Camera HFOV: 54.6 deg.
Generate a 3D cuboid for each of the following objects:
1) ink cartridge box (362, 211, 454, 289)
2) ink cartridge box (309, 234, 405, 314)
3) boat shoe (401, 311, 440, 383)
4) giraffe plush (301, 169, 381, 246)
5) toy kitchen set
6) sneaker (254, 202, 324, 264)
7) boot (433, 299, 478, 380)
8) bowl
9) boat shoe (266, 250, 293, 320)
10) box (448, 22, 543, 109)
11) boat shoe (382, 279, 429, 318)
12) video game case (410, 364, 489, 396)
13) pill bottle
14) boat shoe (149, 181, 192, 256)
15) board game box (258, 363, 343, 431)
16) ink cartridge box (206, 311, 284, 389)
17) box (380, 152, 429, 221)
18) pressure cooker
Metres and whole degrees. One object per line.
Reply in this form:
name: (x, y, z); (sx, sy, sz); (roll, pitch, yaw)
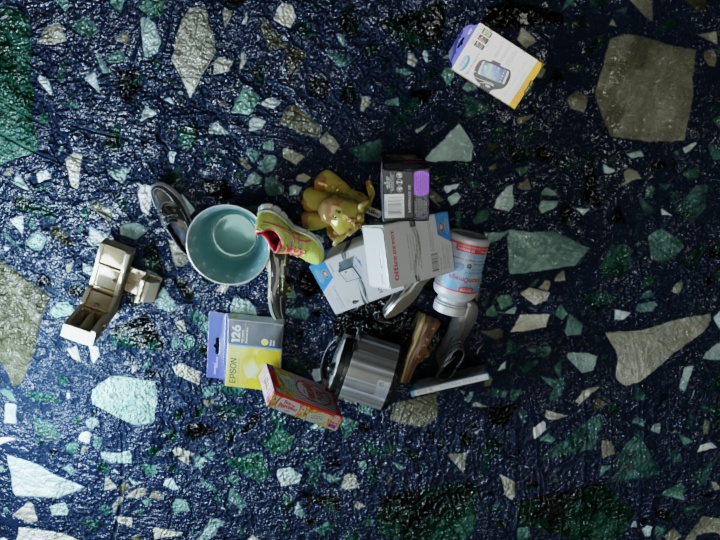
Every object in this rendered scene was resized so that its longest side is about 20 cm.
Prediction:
ink cartridge box: (0.111, -0.050, 1.606); (0.199, 0.084, 0.145); (-14, 101, -35)
ink cartridge box: (0.000, 0.000, 1.706); (0.199, 0.086, 0.147); (-21, 108, 25)
boat shoe: (0.151, 0.207, 1.806); (0.067, 0.072, 0.201); (17, 106, -3)
giraffe plush: (-0.045, -0.134, 1.639); (0.199, 0.162, 0.173); (6, 109, -1)
toy kitchen set: (-0.597, 0.064, 1.705); (0.162, 0.181, 0.201); (21, 113, -8)
sneaker: (-0.171, -0.064, 1.626); (0.200, 0.091, 0.078); (36, 139, -23)
boot: (0.249, 0.175, 1.761); (0.069, 0.132, 0.201); (19, 108, -5)
bowl: (-0.312, -0.076, 1.694); (0.200, 0.105, 0.202); (0, 110, 0)
boat shoe: (-0.199, 0.028, 1.746); (0.060, 0.072, 0.202); (-1, 107, 5)
box: (0.299, -0.470, 1.585); (0.199, 0.042, 0.119); (31, 107, -7)
boat shoe: (0.116, 0.035, 1.763); (0.063, 0.073, 0.200); (48, 112, 25)
video game case: (0.227, 0.282, 1.795); (0.199, 0.143, 0.018); (-14, 90, 5)
pill bottle: (0.241, 0.006, 1.707); (0.108, 0.109, 0.201); (11, 105, -3)
boat shoe: (-0.453, -0.120, 1.700); (0.070, 0.066, 0.201); (-21, 108, 8)
board game box: (-0.155, 0.322, 1.783); (0.199, 0.152, 0.046); (26, 102, -24)
ink cartridge box: (-0.304, 0.213, 1.828); (0.199, 0.047, 0.199); (5, 111, -4)
box: (0.098, -0.195, 1.597); (0.105, 0.200, 0.123); (-1, 109, 1)
pressure cooker: (0.000, 0.243, 1.760); (0.199, 0.179, 0.177); (17, 67, -2)
